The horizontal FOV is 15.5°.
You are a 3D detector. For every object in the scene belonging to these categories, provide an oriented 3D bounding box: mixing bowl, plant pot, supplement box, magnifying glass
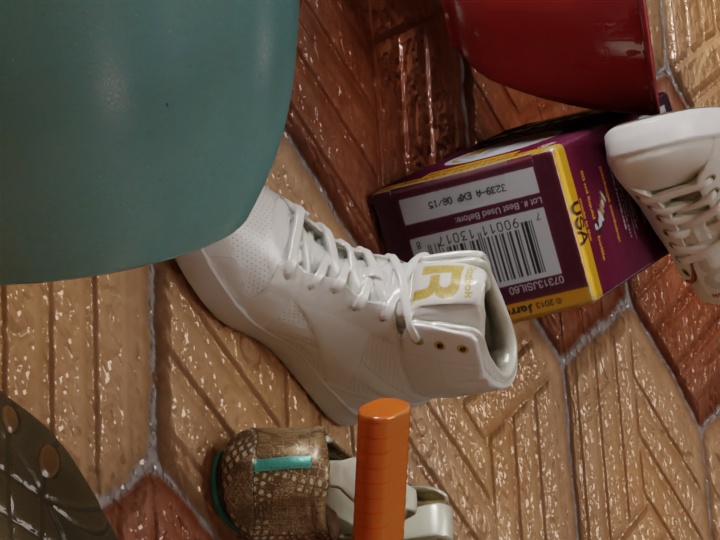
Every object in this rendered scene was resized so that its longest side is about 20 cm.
[{"bbox_3d":[0.096,-0.172,1.407,0.200,0.108,0.202,-8,90,-83],"label":"mixing bowl"},{"bbox_3d":[-0.112,-0.087,0.960,0.200,0.199,0.162,-37,122,-62],"label":"plant pot"},{"bbox_3d":[0.101,-0.032,1.444,0.200,0.110,0.086,-28,103,-64],"label":"supplement box"},{"bbox_3d":[0.007,0.154,1.188,0.079,0.022,0.201,-19,118,-43],"label":"magnifying glass"}]

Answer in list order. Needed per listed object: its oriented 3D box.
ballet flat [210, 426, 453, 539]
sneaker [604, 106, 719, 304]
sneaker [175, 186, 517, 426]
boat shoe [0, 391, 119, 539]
[{"bbox_3d":[0.005,0.121,1.236,0.200,0.065,0.071,30,53,-57],"label":"ballet flat"},{"bbox_3d":[0.190,-0.031,1.411,0.200,0.072,0.085,22,56,-61],"label":"sneaker"},{"bbox_3d":[0.000,0.000,1.224,0.200,0.115,0.074,44,43,-46],"label":"sneaker"},{"bbox_3d":[-0.125,0.115,0.975,0.200,0.067,0.072,48,29,-16],"label":"boat shoe"}]
